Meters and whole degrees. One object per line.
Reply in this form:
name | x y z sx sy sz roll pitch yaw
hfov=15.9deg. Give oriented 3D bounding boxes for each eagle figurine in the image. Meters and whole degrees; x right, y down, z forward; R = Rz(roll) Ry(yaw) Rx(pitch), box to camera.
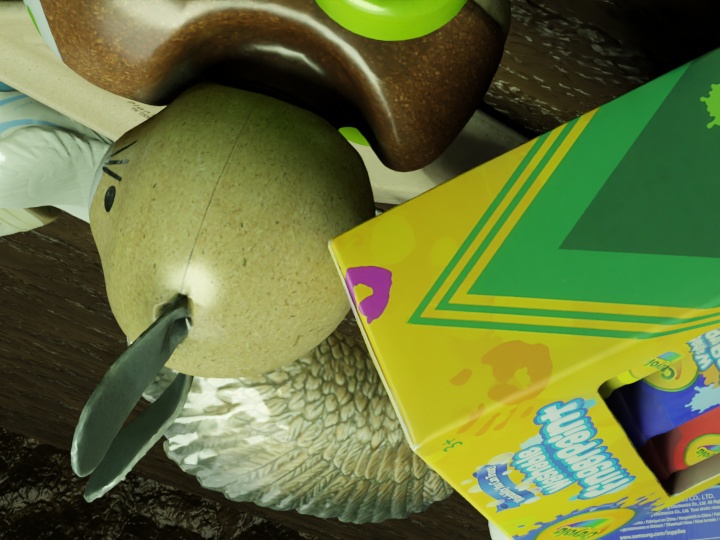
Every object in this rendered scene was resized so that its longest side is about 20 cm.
eagle figurine | 0.027 0.037 1.017 0.150 0.153 0.199 28 -163 36

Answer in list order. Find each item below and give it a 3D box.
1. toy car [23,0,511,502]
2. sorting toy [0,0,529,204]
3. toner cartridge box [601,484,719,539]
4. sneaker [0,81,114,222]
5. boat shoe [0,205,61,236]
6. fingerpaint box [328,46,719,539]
toy car | -0.054 -0.028 0.788 0.157 0.201 0.164 20 170 3
sorting toy | -0.042 -0.072 1.030 0.184 0.037 0.199 28 164 -35
toner cartridge box | 0.165 0.123 1.009 0.198 0.043 0.095 -7 143 14
sneaker | -0.123 -0.056 1.216 0.200 0.072 0.073 20 -140 -58
boat shoe | -0.222 -0.072 1.193 0.065 0.073 0.200 -24 140 24
fingerpaint box | 0.099 0.013 0.800 0.166 0.074 0.200 -25 159 6
